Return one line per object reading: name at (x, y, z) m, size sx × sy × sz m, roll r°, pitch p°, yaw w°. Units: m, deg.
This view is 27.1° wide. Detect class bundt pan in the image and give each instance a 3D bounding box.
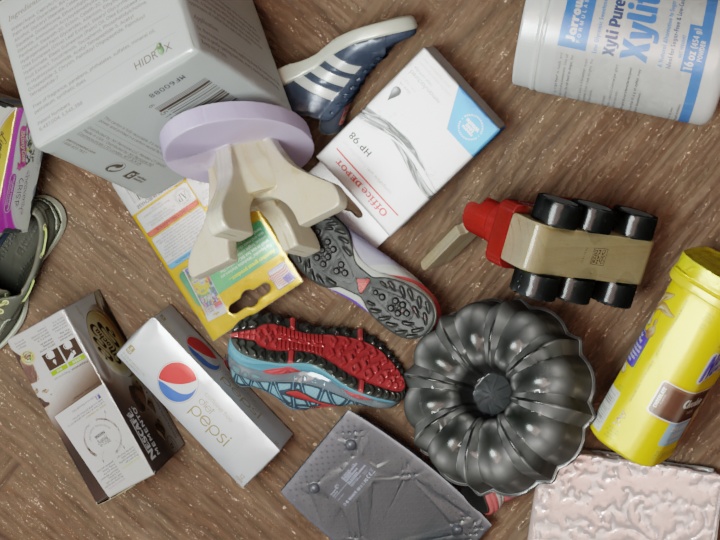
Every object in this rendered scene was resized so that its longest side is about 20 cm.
bundt pan at (0.127, 0.121, 1.476) m, size 0.199 × 0.076 × 0.205 m, roll -5°, pitch 79°, yaw 23°

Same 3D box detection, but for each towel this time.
towel at (0.275, 0.288, 1.587) m, size 0.197 × 0.032 × 0.194 m, roll 9°, pitch 101°, yaw 10°

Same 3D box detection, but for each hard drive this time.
hard drive at (0.028, 0.250, 1.611) m, size 0.199 × 0.042 × 0.135 m, roll 38°, pitch 104°, yaw -5°

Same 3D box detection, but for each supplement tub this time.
supplement tub at (0.256, -0.223, 1.452) m, size 0.197 × 0.132 × 0.134 m, roll 12°, pitch 102°, yaw 7°

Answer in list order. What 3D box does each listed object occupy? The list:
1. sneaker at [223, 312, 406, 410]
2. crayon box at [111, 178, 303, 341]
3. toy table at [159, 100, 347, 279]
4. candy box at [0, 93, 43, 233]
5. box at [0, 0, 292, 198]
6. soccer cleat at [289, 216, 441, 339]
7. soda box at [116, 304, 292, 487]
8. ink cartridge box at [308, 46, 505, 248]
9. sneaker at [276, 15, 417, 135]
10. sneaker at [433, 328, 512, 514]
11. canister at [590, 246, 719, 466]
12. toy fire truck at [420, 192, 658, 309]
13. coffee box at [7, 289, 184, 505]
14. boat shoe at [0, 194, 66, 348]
sneaker at (-0.049, 0.108, 1.605) m, size 0.198 × 0.080 × 0.096 m, roll 18°, pitch 139°, yaw -6°
crayon box at (-0.158, -0.045, 1.598) m, size 0.125 × 0.052 × 0.201 m, roll -32°, pitch 92°, yaw 14°
toy table at (-0.108, -0.079, 1.467) m, size 0.183 × 0.199 × 0.118 m, roll -29°, pitch 71°, yaw 35°
candy box at (-0.434, -0.132, 1.598) m, size 0.198 × 0.061 × 0.138 m, roll 18°, pitch 101°, yaw 25°
box at (-0.212, -0.208, 1.475) m, size 0.198 × 0.199 × 0.173 m, roll -26°, pitch 68°, yaw 18°
soccer cleat at (0.000, 0.000, 1.570) m, size 0.199 × 0.073 × 0.069 m, roll 37°, pitch 101°, yaw 9°
soda box at (-0.168, 0.134, 1.622) m, size 0.064 × 0.068 × 0.200 m, roll -44°, pitch 90°, yaw 14°
ink cartridge box at (0.039, -0.119, 1.541) m, size 0.116 × 0.067 × 0.200 m, roll 46°, pitch 104°, yaw 0°
sneaker at (-0.019, -0.192, 1.539) m, size 0.198 × 0.075 × 0.085 m, roll -24°, pitch 93°, yaw 23°
sneaker at (0.126, 0.151, 1.583) m, size 0.086 × 0.074 × 0.202 m, roll -19°, pitch 87°, yaw -21°
canister at (0.317, 0.086, 1.486) m, size 0.086 × 0.148 × 0.202 m, roll 33°, pitch 106°, yaw 20°
toy fire truck at (0.169, -0.028, 1.509) m, size 0.199 × 0.175 × 0.130 m, roll 30°, pitch 109°, yaw 47°
coffee box at (-0.284, 0.135, 1.621) m, size 0.079 × 0.113 × 0.202 m, roll -28°, pitch 93°, yaw 14°
boat shoe at (-0.393, 0.009, 1.645) m, size 0.072 × 0.060 × 0.203 m, roll 31°, pitch 103°, yaw 4°
